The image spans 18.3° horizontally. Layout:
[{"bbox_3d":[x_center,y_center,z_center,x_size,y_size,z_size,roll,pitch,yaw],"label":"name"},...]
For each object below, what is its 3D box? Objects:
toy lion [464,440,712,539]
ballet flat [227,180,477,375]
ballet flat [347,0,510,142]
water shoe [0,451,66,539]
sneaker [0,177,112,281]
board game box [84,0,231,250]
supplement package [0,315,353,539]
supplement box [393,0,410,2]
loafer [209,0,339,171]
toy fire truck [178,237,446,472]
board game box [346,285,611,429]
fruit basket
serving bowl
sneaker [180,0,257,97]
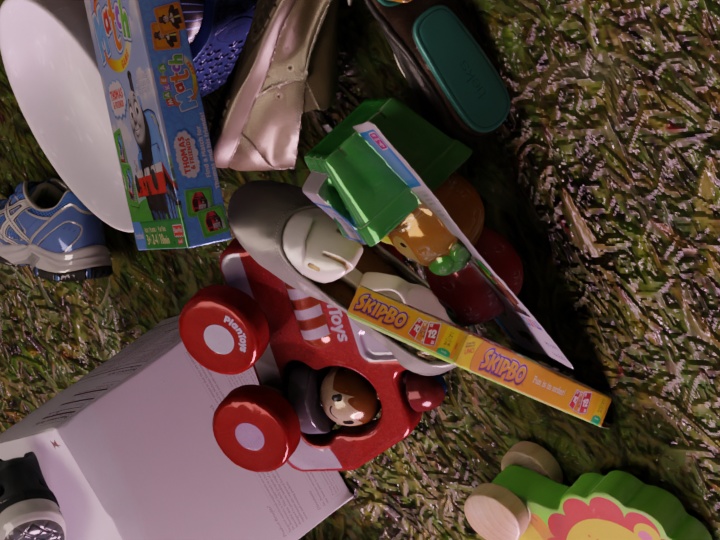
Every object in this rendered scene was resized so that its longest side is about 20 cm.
[{"bbox_3d":[0.171,0.218,1.569,0.191,0.069,0.201,21,136,31],"label":"toy lion"},{"bbox_3d":[0.000,0.000,1.531,0.200,0.068,0.064,37,161,-15],"label":"ballet flat"},{"bbox_3d":[0.026,-0.168,1.393,0.068,0.068,0.201,7,125,58],"label":"ballet flat"},{"bbox_3d":[-0.266,0.207,1.761,0.200,0.071,0.079,117,141,-57],"label":"water shoe"},{"bbox_3d":[-0.275,-0.043,1.909,0.199,0.075,0.077,12,106,47],"label":"sneaker"},{"bbox_3d":[-0.142,-0.115,1.530,0.151,0.036,0.201,179,79,-72],"label":"board game box"},{"bbox_3d":[-0.155,0.161,1.803,0.147,0.200,0.192,-16,106,56],"label":"supplement package"},{"bbox_3d":[0.007,-0.258,1.210,0.200,0.197,0.133,18,133,44],"label":"supplement box"},{"bbox_3d":[-0.041,-0.148,1.476,0.067,0.076,0.200,18,125,-15],"label":"loafer"},{"bbox_3d":[-0.026,0.058,1.641,0.167,0.112,0.201,-4,115,30],"label":"toy fire truck"},{"bbox_3d":[0.085,0.060,1.465,0.095,0.030,0.200,23,177,39],"label":"board game box"},{"bbox_3d":[0.048,-0.016,1.441,0.200,0.094,0.185,55,175,-9],"label":"fruit basket"},{"bbox_3d":[-0.195,-0.132,1.700,0.200,0.066,0.201,43,152,29],"label":"serving bowl"},{"bbox_3d":[-0.112,-0.191,1.558,0.078,0.070,0.200,59,148,16],"label":"sneaker"}]
